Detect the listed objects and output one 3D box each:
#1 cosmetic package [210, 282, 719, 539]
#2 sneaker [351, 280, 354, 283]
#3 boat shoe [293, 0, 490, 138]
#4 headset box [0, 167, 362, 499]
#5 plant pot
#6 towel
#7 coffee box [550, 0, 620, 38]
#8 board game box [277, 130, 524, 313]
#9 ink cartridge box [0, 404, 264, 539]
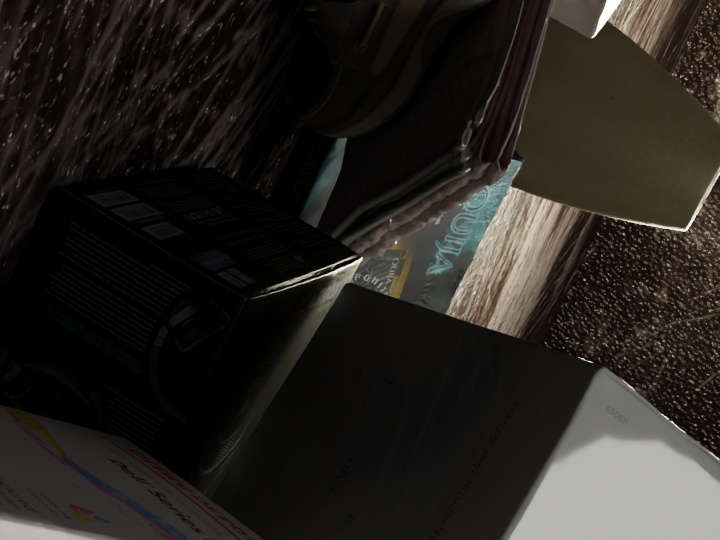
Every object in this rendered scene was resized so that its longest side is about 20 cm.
[{"bbox_3d":[0.028,0.131,0.718,0.200,0.123,0.200,-58,-152,-9],"label":"cosmetic package"},{"bbox_3d":[-0.037,0.069,0.982,0.081,0.076,0.201,-77,161,-52],"label":"sneaker"},{"bbox_3d":[0.010,-0.138,0.827,0.200,0.073,0.075,-47,-152,47],"label":"boat shoe"},{"bbox_3d":[-0.102,0.066,0.766,0.201,0.092,0.174,-62,169,12],"label":"headset box"},{"bbox_3d":[0.237,-0.126,1.598,0.188,0.199,0.188,-58,170,-17],"label":"plant pot"},{"bbox_3d":[0.041,-0.108,0.876,0.200,0.032,0.192,-32,-142,62],"label":"towel"},{"bbox_3d":[0.124,-0.246,0.958,0.080,0.114,0.201,-52,167,-37],"label":"coffee box"},{"bbox_3d":[0.000,0.000,1.039,0.134,0.028,0.201,11,115,-34],"label":"board game box"},{"bbox_3d":[-0.100,0.097,0.581,0.200,0.117,0.068,26,93,-52],"label":"ink cartridge box"}]
